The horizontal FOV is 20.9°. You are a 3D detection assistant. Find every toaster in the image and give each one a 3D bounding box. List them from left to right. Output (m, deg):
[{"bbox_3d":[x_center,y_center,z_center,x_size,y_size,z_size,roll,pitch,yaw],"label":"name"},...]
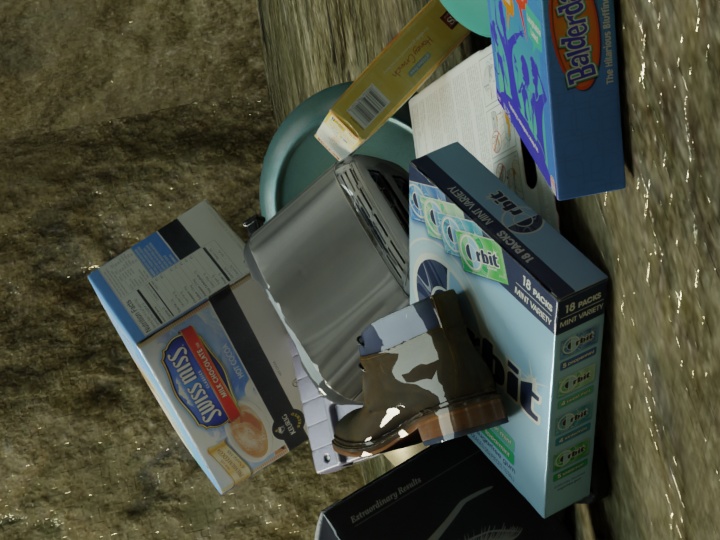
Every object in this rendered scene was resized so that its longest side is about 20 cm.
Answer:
[{"bbox_3d":[0.000,0.000,1.534,0.113,0.129,0.201,11,-138,-55],"label":"toaster"}]

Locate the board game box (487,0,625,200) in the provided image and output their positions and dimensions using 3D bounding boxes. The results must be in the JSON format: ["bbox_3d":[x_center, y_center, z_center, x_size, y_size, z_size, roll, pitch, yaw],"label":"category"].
[{"bbox_3d":[0.106,-0.164,1.123,0.152,0.045,0.201,-110,11,-62],"label":"board game box"}]

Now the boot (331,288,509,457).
[{"bbox_3d":[0.031,0.074,1.368,0.200,0.074,0.098,-19,85,58],"label":"boot"}]

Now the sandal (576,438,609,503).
[{"bbox_3d":[0.138,0.138,1.436,0.200,0.045,0.076,-5,105,66],"label":"sandal"}]

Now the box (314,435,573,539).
[{"bbox_3d":[0.079,0.231,1.404,0.201,0.147,0.104,56,163,19],"label":"box"}]

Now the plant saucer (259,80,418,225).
[{"bbox_3d":[0.005,-0.058,1.641,0.027,0.199,0.202,-36,-64,-71],"label":"plant saucer"}]

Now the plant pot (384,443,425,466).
[{"bbox_3d":[0.043,0.080,1.760,0.187,0.186,0.201,131,115,-84],"label":"plant pot"}]

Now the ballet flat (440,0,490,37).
[{"bbox_3d":[0.073,-0.217,1.247,0.071,0.067,0.200,-65,-22,-9],"label":"ballet flat"}]

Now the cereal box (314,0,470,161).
[{"bbox_3d":[0.029,-0.152,1.507,0.040,0.144,0.200,43,175,-3],"label":"cereal box"}]

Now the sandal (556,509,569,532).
[{"bbox_3d":[0.149,0.206,1.560,0.201,0.043,0.076,97,157,-43],"label":"sandal"}]

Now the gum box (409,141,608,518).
[{"bbox_3d":[0.096,0.041,1.327,0.170,0.044,0.201,46,150,41],"label":"gum box"}]

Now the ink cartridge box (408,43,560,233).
[{"bbox_3d":[0.101,-0.073,1.386,0.200,0.050,0.164,155,110,-63],"label":"ink cartridge box"}]

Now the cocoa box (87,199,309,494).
[{"bbox_3d":[-0.131,0.069,1.742,0.133,0.131,0.201,46,165,50],"label":"cocoa box"}]

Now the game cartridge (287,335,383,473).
[{"bbox_3d":[0.021,0.081,1.612,0.199,0.038,0.131,-26,76,42],"label":"game cartridge"}]
